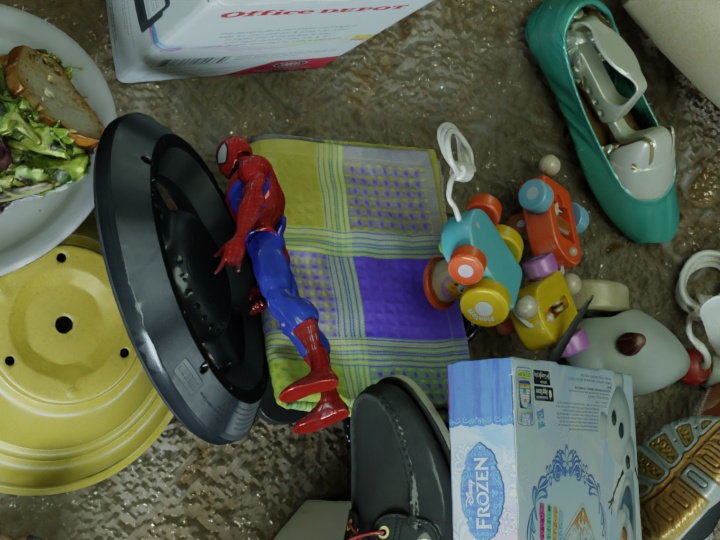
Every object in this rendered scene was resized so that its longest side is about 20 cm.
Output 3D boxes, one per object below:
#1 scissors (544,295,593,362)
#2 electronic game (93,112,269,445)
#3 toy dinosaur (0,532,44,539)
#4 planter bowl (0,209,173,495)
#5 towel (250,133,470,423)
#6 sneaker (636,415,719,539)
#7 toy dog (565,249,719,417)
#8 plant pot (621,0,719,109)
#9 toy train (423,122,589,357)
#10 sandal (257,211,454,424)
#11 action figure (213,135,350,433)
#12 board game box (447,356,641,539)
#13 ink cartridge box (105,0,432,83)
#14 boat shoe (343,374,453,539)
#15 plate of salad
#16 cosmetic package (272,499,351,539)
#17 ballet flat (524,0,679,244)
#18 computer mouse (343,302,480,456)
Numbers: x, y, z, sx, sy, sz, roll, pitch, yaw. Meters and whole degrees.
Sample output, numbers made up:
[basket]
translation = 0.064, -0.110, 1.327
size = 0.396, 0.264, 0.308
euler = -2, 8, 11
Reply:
[scissors]
translation = 0.097, 0.097, 0.893
size = 0.200, 0.014, 0.073
euler = -42, 125, -36
[electronic game]
translation = -0.103, 0.004, 0.842
size = 0.042, 0.200, 0.200
euler = -18, 93, 11
[toy dinosaur]
translation = -0.230, 0.244, 0.818
size = 0.200, 0.086, 0.136
euler = -35, 88, -6
[planter bowl]
translation = -0.182, 0.034, 0.852
size = 0.200, 0.083, 0.201
euler = 2, 84, -22
[towel]
translation = 0.000, 0.000, 0.928
size = 0.143, 0.023, 0.200
euler = 7, 59, -22
[sneaker]
translation = 0.206, 0.190, 0.994
size = 0.088, 0.076, 0.200
euler = 28, 100, -35
[toy dog]
translation = 0.224, 0.058, 1.015
size = 0.200, 0.096, 0.132
euler = -12, 90, -23
[plant pot]
translation = 0.299, -0.187, 1.042
size = 0.200, 0.187, 0.188
euler = 28, 74, -4
[toy train]
translation = 0.092, -0.017, 0.948
size = 0.200, 0.056, 0.151
euler = 19, 56, -54
[sandal]
translation = 0.003, 0.025, 0.952
size = 0.200, 0.045, 0.075
euler = -38, 100, -22
[action figure]
translation = -0.055, -0.003, 0.854
size = 0.052, 0.065, 0.200
euler = -19, 56, 4
[board game box]
translation = 0.112, 0.155, 0.828
size = 0.200, 0.043, 0.200
euler = 13, 72, -60
[ink cartridge box]
translation = -0.058, -0.176, 0.862
size = 0.145, 0.200, 0.083
euler = -7, 88, -24
[boat shoe]
translation = 0.023, 0.160, 0.801
size = 0.063, 0.074, 0.202
euler = -7, 89, -36
[plate of salad]
translation = -0.240, -0.082, 0.823
size = 0.199, 0.048, 0.201
euler = 3, 62, -5
[cosmetic package]
translation = -0.006, 0.280, 0.880
size = 0.200, 0.123, 0.199
euler = 46, 68, -11
[ballet flat]
translation = 0.183, -0.107, 1.028
size = 0.067, 0.070, 0.200
euler = -32, 98, -23
[computer mouse]
translation = 0.080, 0.133, 0.964
size = 0.140, 0.046, 0.200
euler = -40, 107, -21
